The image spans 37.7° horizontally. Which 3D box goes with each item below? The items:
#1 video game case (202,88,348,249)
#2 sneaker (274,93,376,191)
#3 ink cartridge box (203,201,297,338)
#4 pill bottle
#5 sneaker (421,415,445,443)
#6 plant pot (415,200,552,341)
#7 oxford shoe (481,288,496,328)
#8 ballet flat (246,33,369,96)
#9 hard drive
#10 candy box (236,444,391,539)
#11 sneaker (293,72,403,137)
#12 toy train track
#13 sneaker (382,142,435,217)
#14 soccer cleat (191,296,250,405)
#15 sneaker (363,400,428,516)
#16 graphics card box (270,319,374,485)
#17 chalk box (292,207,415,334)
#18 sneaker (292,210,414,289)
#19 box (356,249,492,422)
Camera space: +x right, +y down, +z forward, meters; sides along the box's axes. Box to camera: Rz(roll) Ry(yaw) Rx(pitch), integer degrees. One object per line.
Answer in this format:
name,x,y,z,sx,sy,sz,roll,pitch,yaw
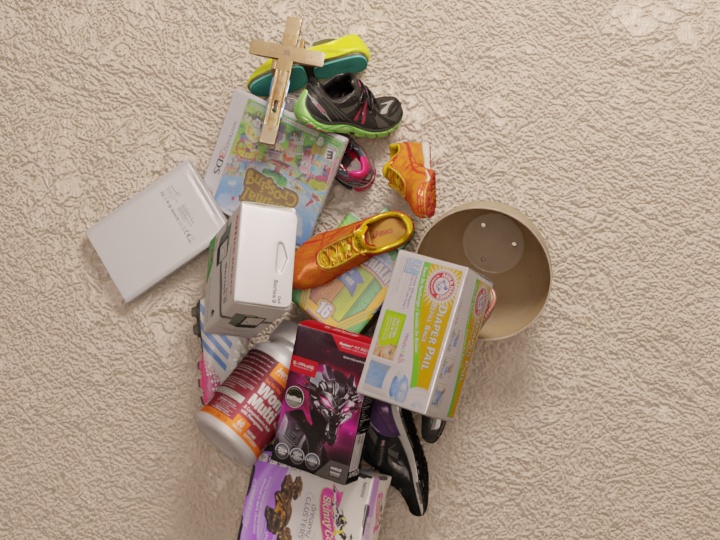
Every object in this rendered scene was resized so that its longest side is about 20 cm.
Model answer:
video game case,-0.136,-0.152,1.597,0.198,0.022,0.184,26,104,15
sneaker,-0.055,-0.206,1.612,0.199,0.075,0.081,38,88,6
ink cartridge box,-0.160,0.002,1.500,0.083,0.200,0.148,8,72,-19
pill bottle,-0.141,0.176,1.541,0.109,0.110,0.201,37,67,6
sneaker,0.090,0.150,1.579,0.114,0.075,0.203,13,76,9
plant pot,0.185,-0.018,1.538,0.197,0.135,0.203,5,113,13
oxford shoe,0.123,0.098,1.500,0.200,0.074,0.071,-45,60,12
ballet flat,-0.084,-0.324,1.637,0.197,0.067,0.068,-14,63,-1
hard drive,-0.311,-0.060,1.624,0.199,0.026,0.133,-33,84,8
candy box,-0.070,0.358,1.532,0.197,0.071,0.171,10,85,25
sneaker,-0.006,-0.249,1.567,0.077,0.198,0.085,41,122,37
toy train track,-0.118,-0.279,1.573,0.113,0.033,0.203,11,77,2
sneaker,0.072,-0.129,1.544,0.076,0.201,0.074,-3,115,-1
soccer cleat,-0.202,0.135,1.591,0.085,0.070,0.203,-9,84,3
sneaker,0.044,0.271,1.556,0.086,0.076,0.203,-12,105,14
graphics card box,-0.045,0.183,1.469,0.124,0.051,0.203,15,96,22
chalk box,0.000,0.000,1.565,0.124,0.124,0.201,37,88,5
sneaker,-0.020,-0.035,1.471,0.198,0.077,0.074,-27,86,1
box,0.089,0.088,1.418,0.111,0.101,0.203,14,84,29
